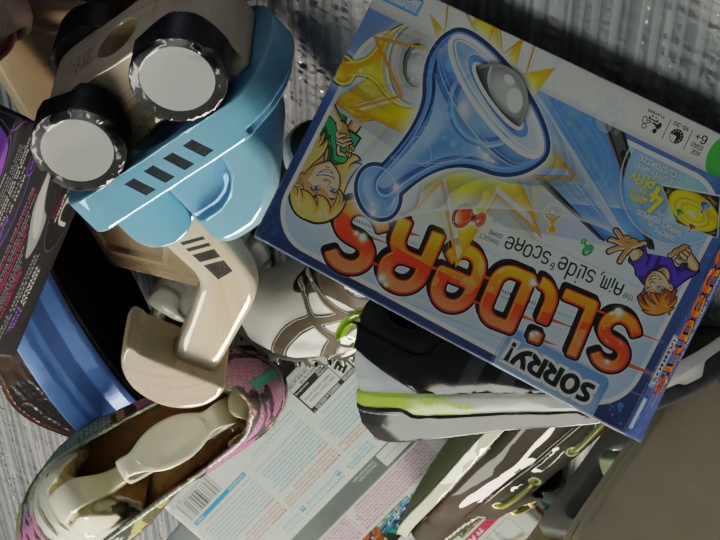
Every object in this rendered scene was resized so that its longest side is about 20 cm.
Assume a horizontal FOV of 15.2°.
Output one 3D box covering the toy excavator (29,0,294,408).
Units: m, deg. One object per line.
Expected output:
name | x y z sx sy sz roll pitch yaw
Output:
toy excavator | -0.085 -0.036 1.341 0.194 0.100 0.200 -32 119 24

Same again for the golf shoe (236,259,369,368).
golf shoe | 0.000 0.000 1.427 0.199 0.078 0.095 1 131 40

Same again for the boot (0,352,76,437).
boot | -0.195 0.028 1.666 0.074 0.097 0.200 -18 136 35

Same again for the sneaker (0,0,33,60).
sneaker | -0.233 -0.154 1.417 0.200 0.075 0.105 16 133 63

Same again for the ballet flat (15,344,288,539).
ballet flat | -0.127 0.109 1.493 0.069 0.199 0.071 56 -161 4

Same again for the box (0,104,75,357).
box | -0.219 -0.033 1.360 0.105 0.123 0.200 24 178 7

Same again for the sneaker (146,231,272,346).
sneaker | -0.094 0.045 1.610 0.075 0.087 0.201 25 154 23

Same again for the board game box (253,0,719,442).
board game box | 0.067 -0.030 1.198 0.199 0.136 0.034 27 -179 23

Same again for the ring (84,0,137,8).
ring | -0.154 -0.192 1.363 0.200 0.019 0.201 30 154 16

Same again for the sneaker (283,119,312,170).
sneaker | 0.046 -0.049 1.287 0.199 0.071 0.100 30 144 26

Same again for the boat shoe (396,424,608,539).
boat shoe | 0.082 0.097 1.429 0.060 0.072 0.201 33 138 -3

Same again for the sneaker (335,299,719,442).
sneaker | 0.083 0.033 1.313 0.198 0.072 0.084 -8 94 14

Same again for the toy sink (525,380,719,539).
toy sink | 0.157 0.158 1.404 0.112 0.131 0.200 3 139 52

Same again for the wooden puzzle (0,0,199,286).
wooden puzzle | -0.137 -0.074 1.475 0.200 0.037 0.186 20 142 61

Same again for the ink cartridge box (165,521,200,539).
ink cartridge box | -0.068 0.180 1.671 0.084 0.200 0.146 37 156 9

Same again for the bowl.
bowl | -0.170 0.015 1.588 0.201 0.039 0.201 59 -171 -15

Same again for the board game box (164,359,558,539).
board game box | 0.010 0.139 1.550 0.200 0.148 0.064 43 -164 -9
